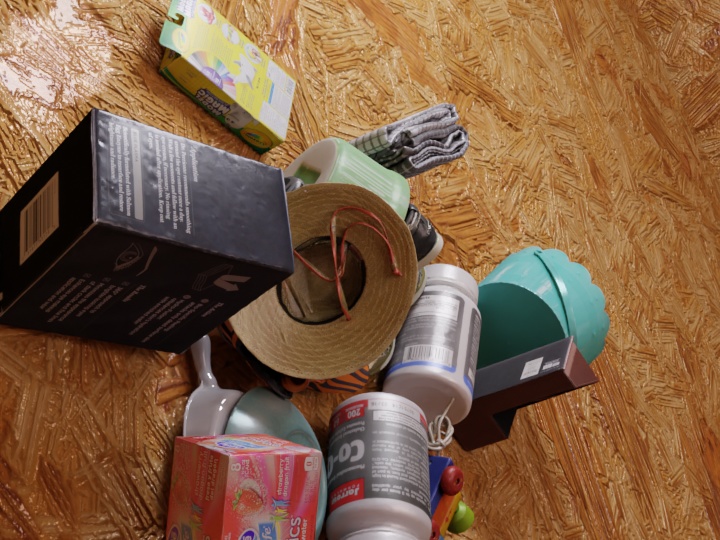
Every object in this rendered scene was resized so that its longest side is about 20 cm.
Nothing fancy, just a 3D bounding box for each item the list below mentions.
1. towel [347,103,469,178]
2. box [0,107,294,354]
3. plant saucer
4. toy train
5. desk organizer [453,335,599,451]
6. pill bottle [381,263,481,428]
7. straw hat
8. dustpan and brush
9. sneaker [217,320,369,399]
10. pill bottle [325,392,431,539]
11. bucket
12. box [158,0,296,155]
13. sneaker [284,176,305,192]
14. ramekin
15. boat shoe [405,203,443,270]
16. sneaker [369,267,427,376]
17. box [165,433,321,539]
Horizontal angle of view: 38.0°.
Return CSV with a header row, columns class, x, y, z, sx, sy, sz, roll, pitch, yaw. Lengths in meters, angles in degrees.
class,x,y,z,sx,sy,sz,roll,pitch,yaw
towel,0.036,-0.147,1.391,0.200,0.165,0.086,-31,100,-56
box,-0.199,-0.024,0.947,0.200,0.197,0.118,16,54,-39
plant saucer,-0.075,0.215,1.060,0.201,0.039,0.202,-11,90,-67
toy train,0.100,0.266,1.244,0.116,0.084,0.200,54,52,-34
desk organizer,0.206,0.165,1.378,0.077,0.200,0.072,54,35,-17
pill bottle,0.097,0.093,1.356,0.114,0.114,0.200,43,39,-27
straw hat,-0.040,0.011,1.071,0.201,0.201,0.085,63,-5,-1
dustpan and brush,-0.143,0.142,1.062,0.140,0.057,0.201,21,60,-62
sneaker,-0.061,0.106,1.133,0.200,0.078,0.112,24,13,-31
pill bottle,0.019,0.243,1.135,0.114,0.114,0.200,38,35,-32
bucket,0.239,0.080,1.488,0.135,0.207,0.208,-29,92,-52
box,-0.169,-0.246,1.287,0.200,0.048,0.118,40,41,-34
sneaker,-0.151,-0.079,1.092,0.199,0.083,0.071,-4,27,-15
ramekin,-0.046,-0.055,1.197,0.098,0.200,0.200,37,42,-23
boat shoe,0.000,0.000,1.233,0.068,0.200,0.072,50,3,-35
sneaker,0.024,0.038,1.282,0.077,0.089,0.200,20,55,11
box,-0.108,0.250,0.918,0.102,0.095,0.201,5,90,-40
